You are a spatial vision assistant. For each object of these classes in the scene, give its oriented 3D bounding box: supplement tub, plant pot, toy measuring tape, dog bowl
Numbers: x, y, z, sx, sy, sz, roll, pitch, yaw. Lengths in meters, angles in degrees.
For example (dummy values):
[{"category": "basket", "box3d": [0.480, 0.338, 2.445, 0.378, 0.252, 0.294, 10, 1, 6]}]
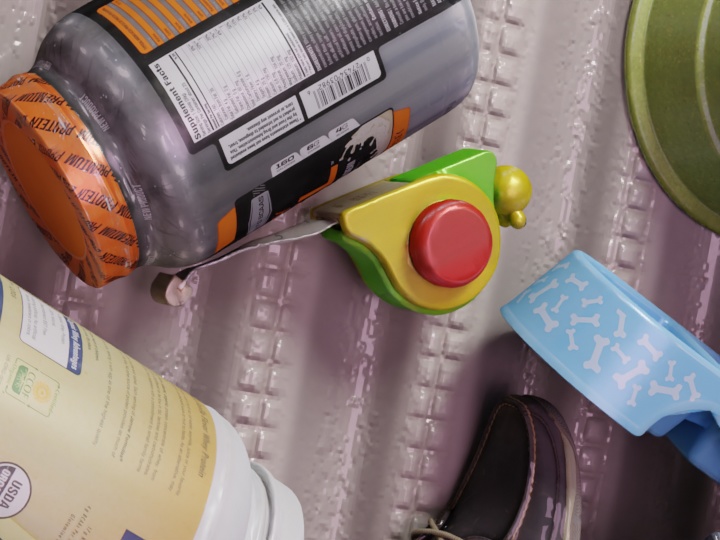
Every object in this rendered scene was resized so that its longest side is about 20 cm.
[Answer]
[{"category": "supplement tub", "box3d": [-0.137, 0.098, 0.841, 0.199, 0.144, 0.145, 34, 80, -24]}, {"category": "plant pot", "box3d": [0.266, -0.104, 0.992, 0.199, 0.190, 0.202, -3, 98, -25]}, {"category": "toy measuring tape", "box3d": [0.000, 0.000, 0.941, 0.199, 0.073, 0.074, -23, 105, -22]}, {"category": "supplement tub", "box3d": [-0.057, -0.083, 0.874, 0.199, 0.122, 0.123, -31, 108, -19]}, {"category": "dog bowl", "box3d": [0.159, 0.060, 0.993, 0.200, 0.112, 0.050, 36, 98, -24]}]

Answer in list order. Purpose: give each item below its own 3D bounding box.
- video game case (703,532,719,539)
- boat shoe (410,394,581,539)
[{"category": "video game case", "box3d": [0.230, 0.181, 1.043, 0.199, 0.143, 0.019, 7, 52, -26]}, {"category": "boat shoe", "box3d": [0.054, 0.158, 0.980, 0.073, 0.074, 0.202, 13, 88, -27]}]
